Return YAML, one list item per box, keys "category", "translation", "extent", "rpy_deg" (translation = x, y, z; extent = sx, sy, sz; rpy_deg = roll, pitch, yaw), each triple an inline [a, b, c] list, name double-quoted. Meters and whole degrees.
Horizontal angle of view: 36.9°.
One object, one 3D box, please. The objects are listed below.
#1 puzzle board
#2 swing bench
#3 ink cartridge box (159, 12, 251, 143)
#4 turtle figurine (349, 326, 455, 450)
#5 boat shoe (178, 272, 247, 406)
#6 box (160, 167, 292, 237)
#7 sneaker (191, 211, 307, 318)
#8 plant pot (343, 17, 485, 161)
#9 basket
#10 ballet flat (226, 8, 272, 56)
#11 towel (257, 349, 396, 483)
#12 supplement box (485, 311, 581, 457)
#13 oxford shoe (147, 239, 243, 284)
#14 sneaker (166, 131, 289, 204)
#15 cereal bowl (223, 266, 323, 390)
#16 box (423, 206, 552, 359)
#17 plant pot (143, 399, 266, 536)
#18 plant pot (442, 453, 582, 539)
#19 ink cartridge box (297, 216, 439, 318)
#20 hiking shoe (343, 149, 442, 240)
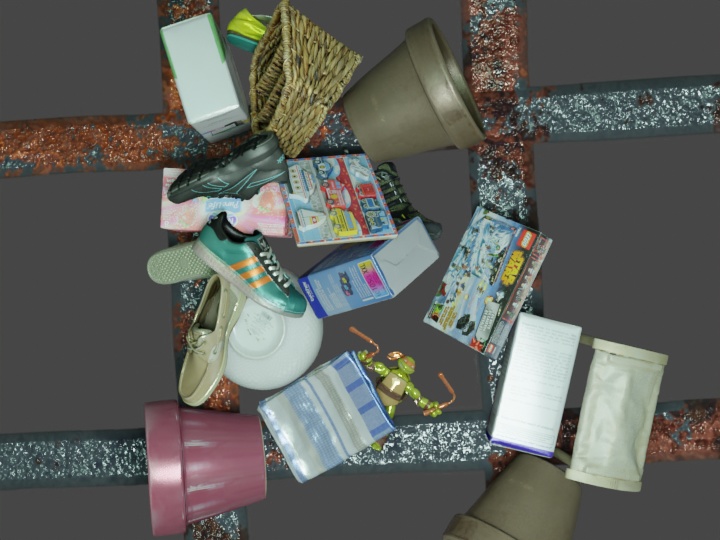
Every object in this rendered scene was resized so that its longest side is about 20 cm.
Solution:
- category: "puzzle board"
  translation: [-0.039, -0.110, 1.596]
  extent: [0.148, 0.201, 0.018]
  rpy_deg: [-5, 132, -13]
- category: "swing bench"
  translation: [0.373, 0.208, 1.603]
  extent: [0.127, 0.200, 0.203]
  rpy_deg: [13, 91, 4]
- category: "ink cartridge box"
  translation: [-0.230, -0.288, 1.647]
  extent: [0.083, 0.200, 0.147]
  rpy_deg: [-18, 88, 0]
- category: "turtle figurine"
  translation: [0.036, 0.188, 1.693]
  extent: [0.198, 0.064, 0.162]
  rpy_deg: [33, 99, -5]
- category: "boat shoe"
  translation: [-0.235, 0.102, 1.629]
  extent: [0.071, 0.065, 0.203]
  rpy_deg: [18, 84, 35]
- category: "box"
  translation: [-0.205, -0.105, 1.692]
  extent: [0.196, 0.103, 0.097]
  rpy_deg: [3, 90, 3]
- category: "sneaker"
  translation: [-0.154, -0.009, 1.617]
  extent: [0.199, 0.071, 0.080]
  rpy_deg: [35, 105, -3]
- category: "plant pot"
  translation: [0.073, -0.250, 1.629]
  extent: [0.173, 0.200, 0.203]
  rpy_deg: [-26, 88, 13]
- category: "basket"
  translation: [-0.113, -0.271, 1.607]
  extent: [0.148, 0.200, 0.144]
  rpy_deg: [34, 66, -9]
- category: "ballet flat"
  translation: [-0.118, -0.355, 1.710]
  extent: [0.198, 0.067, 0.068]
  rpy_deg: [28, 75, 5]
- category: "towel"
  translation: [-0.056, 0.229, 1.684]
  extent: [0.199, 0.024, 0.148]
  rpy_deg: [-32, 84, 24]
- category: "supplement box"
  translation: [0.264, 0.171, 1.660]
  extent: [0.101, 0.101, 0.204]
  rpy_deg: [12, 91, 3]
- category: "oxford shoe"
  translation: [-0.240, -0.018, 1.698]
  extent: [0.197, 0.058, 0.077]
  rpy_deg: [-8, 96, 20]
- category: "sneaker"
  translation: [-0.197, -0.132, 1.602]
  extent: [0.197, 0.076, 0.080]
  rpy_deg: [-20, 119, 20]
- category: "cereal bowl"
  translation: [-0.159, 0.089, 1.698]
  extent: [0.196, 0.083, 0.204]
  rpy_deg: [0, 89, 5]
- category: "box"
  translation: [0.194, 0.017, 1.658]
  extent: [0.136, 0.040, 0.202]
  rpy_deg: [28, 92, 45]
- category: "plant pot"
  translation: [-0.238, 0.296, 1.657]
  extent: [0.176, 0.200, 0.204]
  rpy_deg: [-3, 89, -11]
- category: "plant pot"
  translation: [0.246, 0.378, 1.631]
  extent: [0.198, 0.200, 0.176]
  rpy_deg: [30, 74, 3]
- category: "ink cartridge box"
  translation: [0.000, 0.000, 1.631]
  extent: [0.198, 0.136, 0.077]
  rpy_deg: [-20, 104, 44]
- category: "hiking shoe"
  translation: [0.045, -0.115, 1.689]
  extent: [0.197, 0.076, 0.102]
  rpy_deg: [24, 94, 4]
